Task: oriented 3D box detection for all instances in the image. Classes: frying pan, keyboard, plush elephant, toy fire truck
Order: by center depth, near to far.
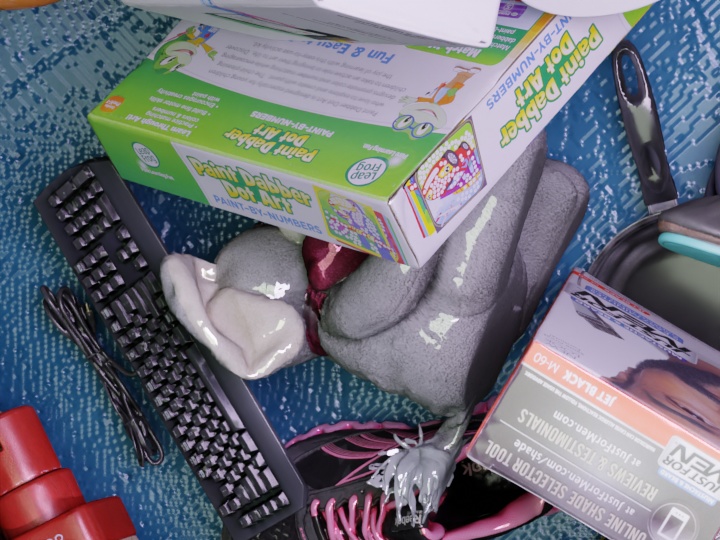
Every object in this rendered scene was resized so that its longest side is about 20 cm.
[{"bbox_3d":[0.000,0.000,1.213,0.154,0.165,0.201,22,92,17],"label":"plush elephant"},{"bbox_3d":[0.141,-0.005,1.255,0.115,0.031,0.191,-36,90,12],"label":"frying pan"},{"bbox_3d":[-0.105,0.046,1.268,0.201,0.021,0.127,59,146,3],"label":"keyboard"},{"bbox_3d":[-0.222,0.128,1.303,0.175,0.129,0.201,-27,83,13],"label":"toy fire truck"}]

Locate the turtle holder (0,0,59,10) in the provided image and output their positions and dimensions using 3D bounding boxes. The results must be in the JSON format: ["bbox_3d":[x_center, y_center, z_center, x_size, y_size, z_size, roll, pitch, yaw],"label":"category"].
[{"bbox_3d":[-0.180,-0.210,1.216,0.131,0.141,0.186,-31,98,17],"label":"turtle holder"}]

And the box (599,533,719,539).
[{"bbox_3d":[0.131,0.222,1.267,0.199,0.049,0.160,-31,96,-1],"label":"box"}]

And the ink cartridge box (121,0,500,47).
[{"bbox_3d":[-0.014,-0.170,1.042,0.083,0.200,0.146,12,90,-28],"label":"ink cartridge box"}]

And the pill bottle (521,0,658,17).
[{"bbox_3d":[0.088,-0.214,1.080,0.115,0.116,0.201,-17,58,12],"label":"pill bottle"}]

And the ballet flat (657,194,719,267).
[{"bbox_3d":[0.233,-0.006,1.166,0.199,0.068,0.069,24,86,-7],"label":"ballet flat"}]

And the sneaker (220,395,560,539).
[{"bbox_3d":[0.018,0.114,1.266,0.199,0.095,0.080,-19,99,13],"label":"sneaker"}]

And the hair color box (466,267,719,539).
[{"bbox_3d":[0.120,0.064,1.156,0.110,0.200,0.064,31,104,4],"label":"hair color box"}]

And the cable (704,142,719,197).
[{"bbox_3d":[0.267,-0.036,1.208,0.199,0.051,0.164,14,90,0],"label":"cable"}]

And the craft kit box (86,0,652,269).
[{"bbox_3d":[0.009,-0.101,1.146,0.199,0.198,0.049,18,144,43],"label":"craft kit box"}]
